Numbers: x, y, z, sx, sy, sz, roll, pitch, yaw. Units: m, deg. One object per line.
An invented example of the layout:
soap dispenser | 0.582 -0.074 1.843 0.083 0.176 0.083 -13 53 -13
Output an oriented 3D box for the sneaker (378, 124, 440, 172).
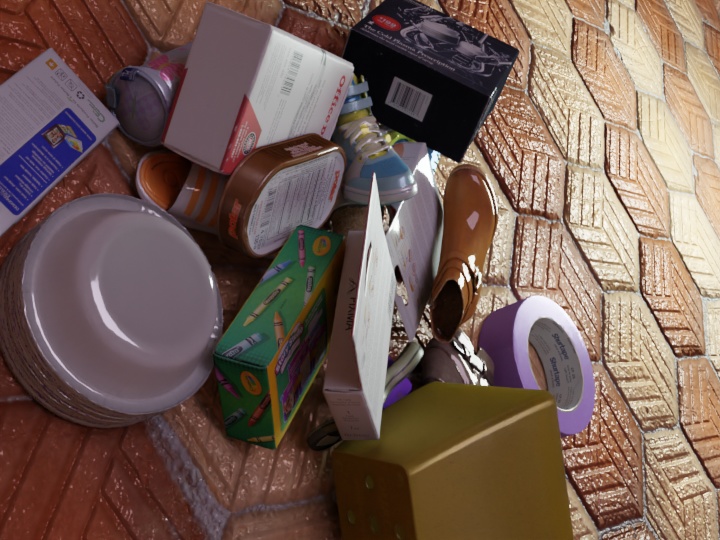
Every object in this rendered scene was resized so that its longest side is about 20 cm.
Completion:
sneaker | 0.080 -0.160 1.189 0.199 0.075 0.107 -20 98 -42

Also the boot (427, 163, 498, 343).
boot | 0.125 -0.020 1.069 0.155 0.073 0.203 -49 139 -62

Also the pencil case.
pencil case | -0.180 -0.204 0.913 0.200 0.090 0.084 -43 135 -47

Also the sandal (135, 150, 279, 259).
sandal | -0.140 -0.078 0.909 0.205 0.059 0.080 24 54 -38

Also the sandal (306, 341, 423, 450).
sandal | -0.001 0.133 0.946 0.057 0.080 0.201 47 41 3

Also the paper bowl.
paper bowl | -0.207 0.030 0.752 0.199 0.104 0.203 25 54 -39

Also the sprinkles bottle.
sprinkles bottle | 0.000 0.000 1.015 0.068 0.068 0.203 18 59 -41

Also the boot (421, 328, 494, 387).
boot | 0.145 0.172 1.091 0.201 0.070 0.147 57 35 -17

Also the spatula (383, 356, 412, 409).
spatula | 0.064 0.190 1.024 0.056 0.020 0.201 -39 103 -36

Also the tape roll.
tape roll | 0.255 0.142 1.223 0.199 0.065 0.203 23 55 -37

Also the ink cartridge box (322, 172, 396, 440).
ink cartridge box | -0.003 0.036 0.841 0.177 0.044 0.202 76 17 -49

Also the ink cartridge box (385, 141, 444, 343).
ink cartridge box | 0.054 -0.036 1.066 0.201 0.050 0.163 -64 145 -39

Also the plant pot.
plant pot | 0.082 0.237 0.882 0.175 0.199 0.203 -9 92 -34

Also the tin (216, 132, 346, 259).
tin | -0.077 -0.078 0.893 0.042 0.113 0.200 29 29 18

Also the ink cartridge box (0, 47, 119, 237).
ink cartridge box | -0.309 -0.112 0.765 0.095 0.037 0.201 49 40 -20

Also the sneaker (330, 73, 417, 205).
sneaker | -0.002 -0.159 0.985 0.079 0.200 0.132 -19 120 -22

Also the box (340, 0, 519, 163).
box | 0.088 -0.264 1.137 0.198 0.105 0.183 27 37 5

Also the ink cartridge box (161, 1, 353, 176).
ink cartridge box | -0.101 -0.176 0.890 0.200 0.082 0.148 -5 118 -68

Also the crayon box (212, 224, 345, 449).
crayon box | -0.074 0.063 0.863 0.201 0.058 0.120 -61 158 -45
